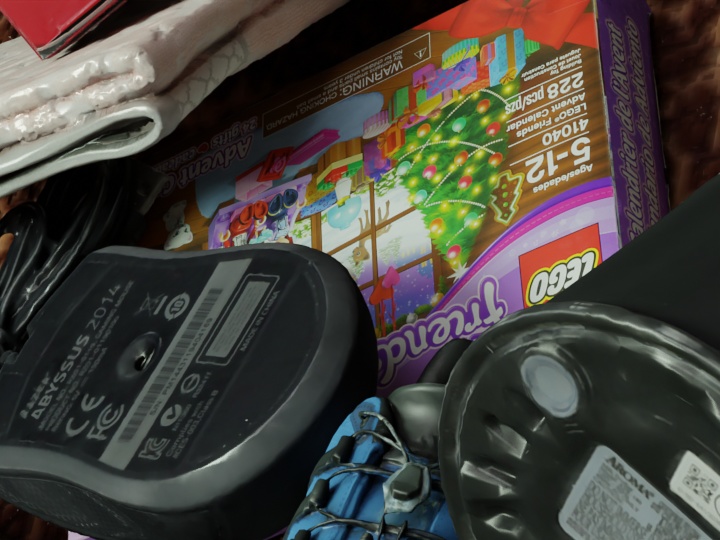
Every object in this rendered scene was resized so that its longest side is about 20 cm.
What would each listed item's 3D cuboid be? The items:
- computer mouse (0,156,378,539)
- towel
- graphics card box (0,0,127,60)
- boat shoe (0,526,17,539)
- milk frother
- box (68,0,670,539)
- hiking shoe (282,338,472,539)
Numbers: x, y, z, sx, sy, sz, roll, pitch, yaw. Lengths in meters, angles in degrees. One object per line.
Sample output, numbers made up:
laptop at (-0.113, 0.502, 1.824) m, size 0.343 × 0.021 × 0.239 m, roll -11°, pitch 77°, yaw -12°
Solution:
computer mouse at (-0.055, 0.033, 0.816) m, size 0.200 × 0.053 × 0.139 m, roll 10°, pitch 61°, yaw 53°
towel at (-0.096, -0.059, 0.913) m, size 0.199 × 0.032 × 0.191 m, roll -17°, pitch 14°, yaw 31°
graphics card box at (-0.052, -0.140, 0.915) m, size 0.125 × 0.051 × 0.200 m, roll -39°, pitch 7°, yaw 14°
boat shoe at (-0.118, 0.121, 0.860) m, size 0.202 × 0.075 × 0.075 m, roll 30°, pitch 102°, yaw 49°
milk frother at (0.118, 0.056, 0.656) m, size 0.188 × 0.181 × 0.200 m, roll -35°, pitch -3°, yaw -36°
box at (0.000, 0.000, 0.855) m, size 0.200 × 0.039 × 0.137 m, roll -24°, pitch 49°, yaw 27°
hiking shoe at (0.001, 0.070, 0.687) m, size 0.074 × 0.200 × 0.087 m, roll 11°, pitch 103°, yaw 10°
